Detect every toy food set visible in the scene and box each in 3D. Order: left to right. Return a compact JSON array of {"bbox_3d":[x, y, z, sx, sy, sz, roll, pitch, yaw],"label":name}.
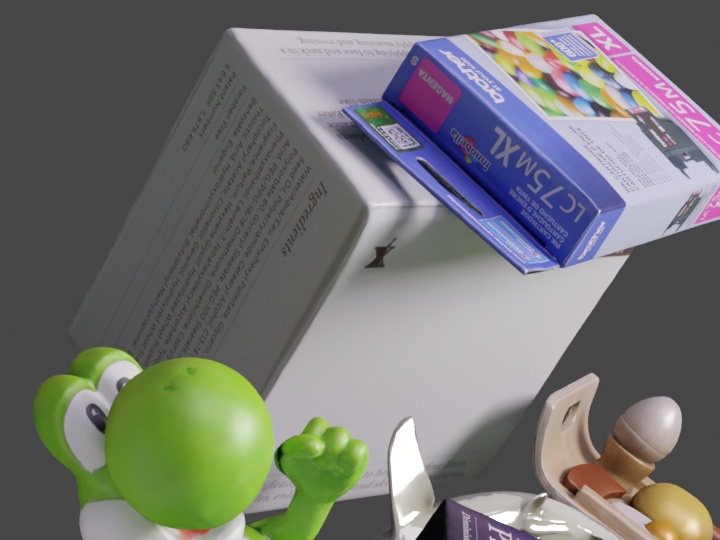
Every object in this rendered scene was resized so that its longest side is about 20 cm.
[{"bbox_3d":[0.181,0.126,1.286,0.200,0.061,0.143,37,10,10],"label":"toy food set"}]

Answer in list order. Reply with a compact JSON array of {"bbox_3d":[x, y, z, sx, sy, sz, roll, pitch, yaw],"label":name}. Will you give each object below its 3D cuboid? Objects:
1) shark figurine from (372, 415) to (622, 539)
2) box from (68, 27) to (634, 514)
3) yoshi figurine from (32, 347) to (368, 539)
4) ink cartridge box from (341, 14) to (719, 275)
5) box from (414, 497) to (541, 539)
[{"bbox_3d":[0.061,0.139,1.202,0.214,0.089,0.129,1,76,-28],"label":"shark figurine"},{"bbox_3d":[0.000,0.000,1.219,0.198,0.200,0.131,-2,44,-43],"label":"box"},{"bbox_3d":[-0.038,0.109,0.909,0.200,0.112,0.112,51,19,-6],"label":"yoshi figurine"},{"bbox_3d":[0.092,-0.061,1.155,0.119,0.042,0.200,44,32,20],"label":"ink cartridge box"},{"bbox_3d":[0.078,0.203,1.032,0.141,0.079,0.200,27,28,-15],"label":"box"}]
